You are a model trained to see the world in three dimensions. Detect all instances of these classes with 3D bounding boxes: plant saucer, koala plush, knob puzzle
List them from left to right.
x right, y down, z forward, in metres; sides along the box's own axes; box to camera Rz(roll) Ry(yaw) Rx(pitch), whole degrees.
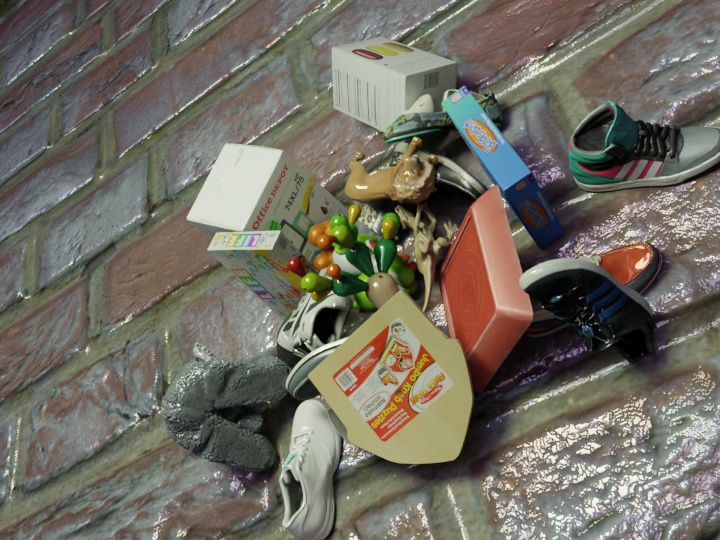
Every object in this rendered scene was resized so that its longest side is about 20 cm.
[{"bbox_3d":[-0.233,0.197,1.136,0.200,0.183,0.178,10,85,62],"label":"koala plush"},{"bbox_3d":[0.058,0.154,0.927,0.219,0.030,0.221,1,94,21],"label":"knob puzzle"},{"bbox_3d":[0.148,0.027,0.942,0.037,0.200,0.200,1,55,-12],"label":"plant saucer"}]

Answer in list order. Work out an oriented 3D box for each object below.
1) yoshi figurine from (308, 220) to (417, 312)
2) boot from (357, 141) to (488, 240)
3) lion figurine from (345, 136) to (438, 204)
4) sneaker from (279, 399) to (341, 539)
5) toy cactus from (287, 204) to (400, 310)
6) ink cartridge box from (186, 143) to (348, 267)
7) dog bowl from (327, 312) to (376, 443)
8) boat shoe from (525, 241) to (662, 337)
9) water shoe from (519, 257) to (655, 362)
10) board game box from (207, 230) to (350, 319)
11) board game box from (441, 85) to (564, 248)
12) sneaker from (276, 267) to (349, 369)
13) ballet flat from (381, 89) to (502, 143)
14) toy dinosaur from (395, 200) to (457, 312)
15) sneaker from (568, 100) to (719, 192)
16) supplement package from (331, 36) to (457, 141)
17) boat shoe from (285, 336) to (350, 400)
[{"bbox_3d":[-0.007,0.001,1.124,0.200,0.112,0.112,27,98,40],"label":"yoshi figurine"},{"bbox_3d":[0.091,-0.104,1.132,0.203,0.073,0.154,35,91,44],"label":"boot"},{"bbox_3d":[0.037,-0.131,1.070,0.200,0.073,0.123,-14,36,45],"label":"lion figurine"},{"bbox_3d":[-0.078,0.268,1.023,0.075,0.088,0.201,-22,53,26],"label":"sneaker"},{"bbox_3d":[0.000,0.000,1.012,0.102,0.165,0.200,-33,2,42],"label":"toy cactus"},{"bbox_3d":[-0.147,-0.091,1.207,0.146,0.200,0.147,14,74,40],"label":"ink cartridge box"},{"bbox_3d":[0.046,0.155,1.018,0.199,0.059,0.201,-18,55,28],"label":"dog bowl"},{"bbox_3d":[0.281,0.019,0.923,0.199,0.063,0.071,-30,48,18],"label":"boat shoe"},{"bbox_3d":[0.266,0.047,0.825,0.071,0.199,0.079,-41,40,44],"label":"water shoe"},{"bbox_3d":[-0.122,0.013,1.127,0.134,0.200,0.034,1,56,37],"label":"board game box"},{"bbox_3d":[0.197,-0.144,1.017,0.045,0.152,0.200,-34,48,11],"label":"board game box"},{"bbox_3d":[-0.072,0.096,1.080,0.089,0.074,0.200,-103,32,-49],"label":"sneaker"},{"bbox_3d":[0.122,-0.241,1.125,0.199,0.074,0.074,-11,47,-18],"label":"ballet flat"},{"bbox_3d":[0.095,-0.026,1.026,0.101,0.058,0.201,110,157,-51],"label":"toy dinosaur"},{"bbox_3d":[0.356,-0.169,0.936,0.199,0.121,0.084,-10,59,31],"label":"sneaker"},{"bbox_3d":[0.052,-0.307,1.221,0.113,0.110,0.200,-23,38,-30],"label":"supplement package"},{"bbox_3d":[-0.013,0.132,0.987,0.199,0.073,0.062,-29,50,12],"label":"boat shoe"}]
